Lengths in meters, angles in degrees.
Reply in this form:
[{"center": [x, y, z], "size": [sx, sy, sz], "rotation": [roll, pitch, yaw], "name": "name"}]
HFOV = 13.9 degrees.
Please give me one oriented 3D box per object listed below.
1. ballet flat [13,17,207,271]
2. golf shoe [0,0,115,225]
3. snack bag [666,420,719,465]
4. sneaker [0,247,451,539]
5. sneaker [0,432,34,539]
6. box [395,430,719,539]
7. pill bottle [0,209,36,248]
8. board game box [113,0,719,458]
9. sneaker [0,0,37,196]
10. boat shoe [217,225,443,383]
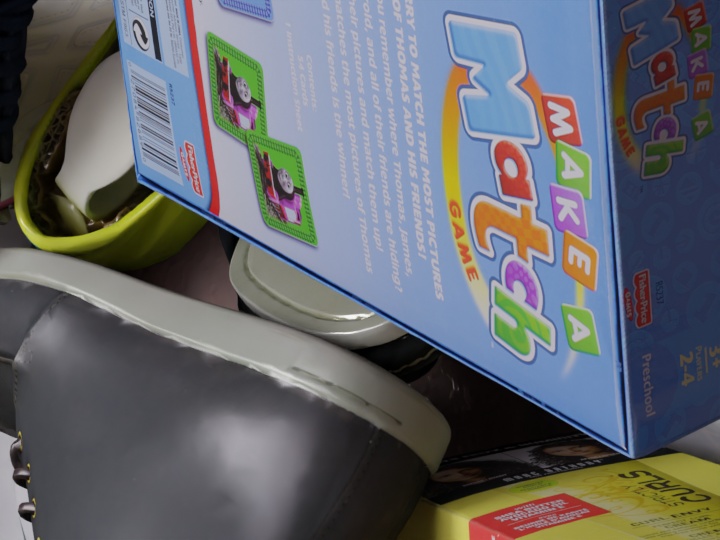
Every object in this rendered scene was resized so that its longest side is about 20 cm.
[{"center": [-0.028, -0.076, 0.798], "size": [0.067, 0.067, 0.200], "rotation": [45, 111, 16], "name": "ballet flat"}, {"center": [-0.081, -0.077, 0.888], "size": [0.199, 0.075, 0.092], "rotation": [-26, 94, 2], "name": "golf shoe"}, {"center": [0.095, 0.006, 0.690], "size": [0.199, 0.189, 0.021], "rotation": [11, 60, 48], "name": "snack bag"}, {"center": [-0.074, 0.060, 0.793], "size": [0.199, 0.075, 0.107], "rotation": [10, 65, 50], "name": "sneaker"}, {"center": [-0.058, 0.091, 0.860], "size": [0.080, 0.076, 0.201], "rotation": [-42, 40, 26], "name": "sneaker"}, {"center": [0.068, 0.079, 0.714], "size": [0.200, 0.075, 0.050], "rotation": [-163, 65, -72], "name": "box"}, {"center": [-0.112, -0.081, 0.979], "size": [0.111, 0.110, 0.201], "rotation": [28, 101, 47], "name": "pill bottle"}, {"center": [0.004, -0.064, 0.646], "size": [0.200, 0.036, 0.152], "rotation": [30, 133, 51], "name": "board game box"}, {"center": [-0.113, -0.053, 0.790], "size": [0.200, 0.075, 0.085], "rotation": [-21, 91, 61], "name": "sneaker"}, {"center": [-0.002, 0.001, 0.840], "size": [0.074, 0.066, 0.199], "rotation": [-33, 22, -10], "name": "boat shoe"}]
